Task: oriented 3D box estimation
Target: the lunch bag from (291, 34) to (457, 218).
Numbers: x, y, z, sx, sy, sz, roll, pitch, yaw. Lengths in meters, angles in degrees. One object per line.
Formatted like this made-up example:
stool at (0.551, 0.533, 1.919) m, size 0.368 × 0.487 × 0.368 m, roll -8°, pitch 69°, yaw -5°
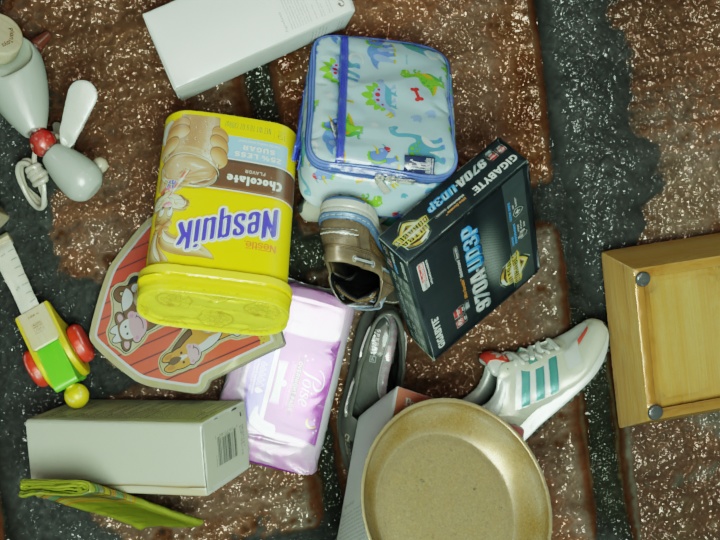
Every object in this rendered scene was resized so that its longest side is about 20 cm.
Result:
lunch bag at (0.014, -0.148, 1.086) m, size 0.158 × 0.083 × 0.202 m, roll 7°, pitch 51°, yaw -5°

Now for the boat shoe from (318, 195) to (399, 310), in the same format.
boat shoe at (0.000, 0.000, 1.079) m, size 0.071 × 0.200 × 0.073 m, roll 2°, pitch 67°, yaw 23°

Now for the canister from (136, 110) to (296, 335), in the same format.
canister at (-0.136, -0.049, 1.061) m, size 0.146 × 0.087 × 0.203 m, roll 7°, pitch 64°, yaw -9°

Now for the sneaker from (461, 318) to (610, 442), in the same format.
sneaker at (0.184, 0.111, 1.181) m, size 0.200 × 0.070 × 0.093 m, roll -44°, pitch 104°, yaw 0°

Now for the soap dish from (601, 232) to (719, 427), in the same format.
soap dish at (0.357, 0.069, 1.196) m, size 0.155 × 0.081 × 0.203 m, roll -8°, pitch 96°, yaw -7°

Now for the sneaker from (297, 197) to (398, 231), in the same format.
sneaker at (0.034, -0.050, 1.143) m, size 0.197 × 0.070 × 0.095 m, roll -5°, pitch 91°, yaw -10°

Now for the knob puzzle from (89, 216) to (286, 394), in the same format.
knob puzzle at (-0.195, 0.032, 1.106) m, size 0.216 × 0.030 × 0.223 m, roll -4°, pitch 75°, yaw 15°

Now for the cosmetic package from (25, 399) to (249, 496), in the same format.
cosmetic package at (-0.222, 0.174, 1.080) m, size 0.197 × 0.103 × 0.074 m, roll -3°, pitch 95°, yaw 20°

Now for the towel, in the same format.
towel at (-0.244, 0.237, 1.072) m, size 0.085 × 0.200 × 0.018 m, roll -3°, pitch 67°, yaw 25°

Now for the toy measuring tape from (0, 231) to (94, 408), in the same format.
toy measuring tape at (-0.331, 0.056, 1.127) m, size 0.073 × 0.074 × 0.201 m, roll -29°, pitch 75°, yaw -4°

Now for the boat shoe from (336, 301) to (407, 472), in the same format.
boat shoe at (0.013, 0.135, 1.167) m, size 0.066 × 0.057 × 0.203 m, roll 6°, pitch 93°, yaw -8°

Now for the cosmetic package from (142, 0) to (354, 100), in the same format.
cosmetic package at (-0.113, -0.254, 1.100) m, size 0.198 × 0.108 × 0.086 m, roll -24°, pitch 96°, yaw -6°

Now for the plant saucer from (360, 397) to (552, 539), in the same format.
plant saucer at (0.085, 0.222, 1.007) m, size 0.197 × 0.035 × 0.203 m, roll 10°, pitch 64°, yaw -20°

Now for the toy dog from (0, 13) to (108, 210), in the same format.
toy dog at (-0.316, -0.170, 1.087) m, size 0.096 × 0.131 × 0.202 m, roll -36°, pitch 107°, yaw -35°

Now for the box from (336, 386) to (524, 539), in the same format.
box at (0.067, 0.243, 1.073) m, size 0.150 × 0.106 × 0.202 m, roll 19°, pitch 61°, yaw -15°

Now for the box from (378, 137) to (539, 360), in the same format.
box at (0.106, -0.017, 1.085) m, size 0.158 × 0.201 × 0.046 m, roll -39°, pitch 58°, yaw -13°

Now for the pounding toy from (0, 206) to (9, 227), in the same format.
pounding toy at (-0.451, -0.054, 1.046) m, size 0.184 × 0.200 × 0.142 m, roll 45°, pitch 88°, yaw 6°

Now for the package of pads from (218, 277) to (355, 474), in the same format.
package of pads at (-0.081, 0.105, 1.144) m, size 0.119 × 0.076 × 0.203 m, roll 14°, pitch 91°, yaw -3°
